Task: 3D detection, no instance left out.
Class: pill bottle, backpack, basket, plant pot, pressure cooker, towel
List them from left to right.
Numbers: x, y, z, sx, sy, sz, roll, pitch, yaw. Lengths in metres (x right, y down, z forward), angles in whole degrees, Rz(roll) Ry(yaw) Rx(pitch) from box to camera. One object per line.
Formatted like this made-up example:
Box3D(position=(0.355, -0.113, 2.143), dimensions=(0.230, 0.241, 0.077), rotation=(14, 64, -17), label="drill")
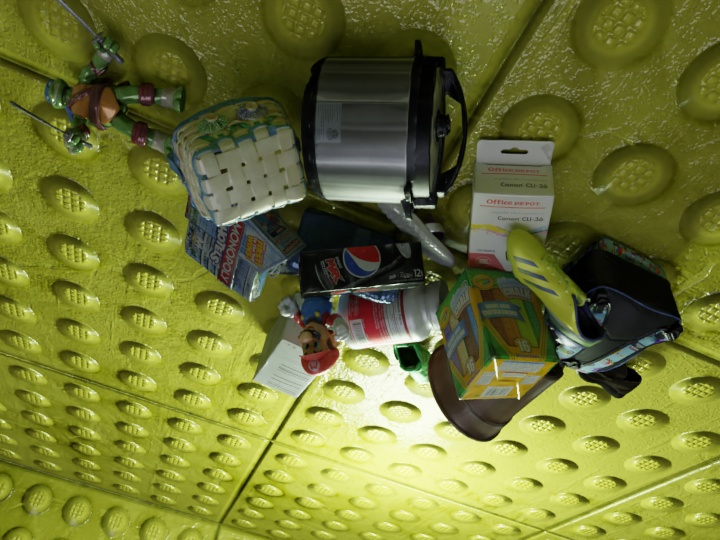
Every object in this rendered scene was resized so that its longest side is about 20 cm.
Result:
Box3D(position=(-0.154, -0.148, 0.737), dimensions=(0.171, 0.199, 0.144), rotation=(-22, 116, -17), label="basket")
Box3D(position=(-0.020, -0.023, 0.954), dimensions=(0.194, 0.115, 0.049), rotation=(19, -177, -13), label="towel")
Box3D(position=(0.036, -0.170, 0.710), dimensions=(0.192, 0.182, 0.179), rotation=(3, 137, 11), label="pressure cooker")
Box3D(position=(0.064, 0.075, 1.034), dimensions=(0.193, 0.115, 0.113), rotation=(-10, 136, 23), label="pill bottle")
Box3D(position=(0.258, 0.178, 1.056), dimensions=(0.196, 0.204, 0.199), rotation=(28, 129, -19), label="plant pot")
Box3D(position=(0.387, 0.072, 0.931), dimensions=(0.177, 0.138, 0.202), rotation=(20, 139, -11), label="backpack")

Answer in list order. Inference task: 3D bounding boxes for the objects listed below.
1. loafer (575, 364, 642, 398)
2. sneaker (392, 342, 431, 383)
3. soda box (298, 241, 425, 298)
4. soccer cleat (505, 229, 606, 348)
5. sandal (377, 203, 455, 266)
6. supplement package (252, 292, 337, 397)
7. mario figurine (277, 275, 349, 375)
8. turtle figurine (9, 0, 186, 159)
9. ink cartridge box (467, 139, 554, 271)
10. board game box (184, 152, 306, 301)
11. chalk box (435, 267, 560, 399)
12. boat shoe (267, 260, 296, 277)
Box3D(position=(0.471, 0.178, 1.091), dimensions=(0.197, 0.075, 0.071), rotation=(29, 132, -31), label="loafer")
Box3D(position=(0.101, 0.179, 1.166), dimensions=(0.071, 0.086, 0.203), rotation=(-7, 137, 20), label="sneaker")
Box3D(position=(0.000, 0.000, 0.895), dimensions=(0.192, 0.066, 0.071), rotation=(-6, 171, -10), label="soda box")
Box3D(position=(0.280, 0.022, 0.809), dimensions=(0.203, 0.064, 0.083), rotation=(55, 153, -9), label="soccer cleat")
Box3D(position=(0.103, -0.068, 0.904), dimensions=(0.081, 0.051, 0.202), rotation=(28, 172, 45), label="sandal")
Box3D(position=(-0.134, 0.159, 1.179), dimensions=(0.107, 0.116, 0.201), rotation=(24, 140, -13), label="supplement package")
Box3D(position=(-0.082, 0.079, 0.994), dimensions=(0.102, 0.207, 0.123), rotation=(6, 156, -23), label="mario figurine")
Box3D(position=(-0.340, -0.227, 0.761), dimensions=(0.187, 0.149, 0.201), rotation=(12, 152, -12), label="turtle figurine")
Box3D(position=(0.219, -0.090, 0.840), dimensions=(0.112, 0.069, 0.204), rotation=(3, 139, 10), label="ink cartridge box")
Box3D(position=(-0.190, -0.045, 0.910), dimensions=(0.197, 0.062, 0.204), rotation=(34, 127, 12), label="board game box")
Box3D(position=(0.204, 0.081, 0.897), dimensions=(0.120, 0.205, 0.125), rotation=(4, 142, -20), label="chalk box")
Box3D(position=(-0.153, -0.029, 0.995), dimensions=(0.192, 0.062, 0.078), rotation=(6, 98, 14), label="boat shoe")
